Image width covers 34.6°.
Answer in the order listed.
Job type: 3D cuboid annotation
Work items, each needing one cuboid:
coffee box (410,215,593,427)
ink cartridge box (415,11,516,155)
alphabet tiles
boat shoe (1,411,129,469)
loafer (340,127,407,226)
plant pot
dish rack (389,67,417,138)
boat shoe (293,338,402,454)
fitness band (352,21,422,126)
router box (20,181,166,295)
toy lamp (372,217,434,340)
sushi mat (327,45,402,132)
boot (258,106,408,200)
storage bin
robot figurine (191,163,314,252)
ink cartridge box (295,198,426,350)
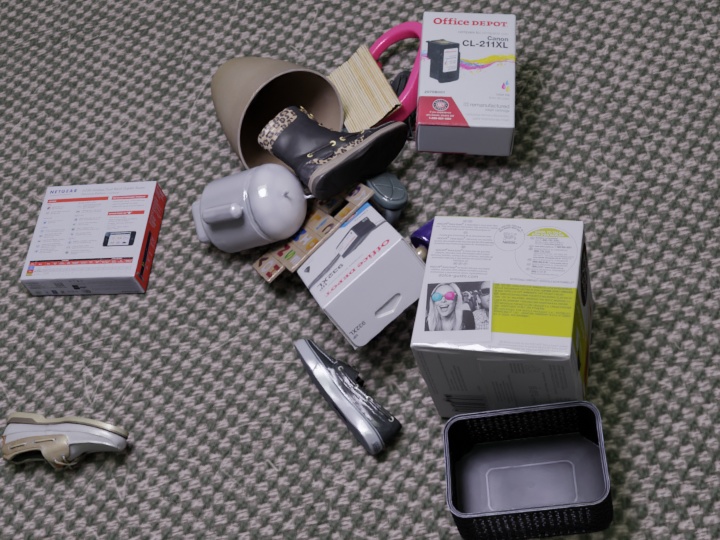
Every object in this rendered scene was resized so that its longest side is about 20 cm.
[{"bbox_3d":[0.192,0.066,1.498,0.197,0.200,0.200,2,58,17],"label":"coffee box"},{"bbox_3d":[0.157,-0.280,1.721,0.143,0.083,0.203,2,65,4],"label":"ink cartridge box"},{"bbox_3d":[-0.077,-0.063,1.713,0.200,0.008,0.167,-44,23,-4],"label":"alphabet tiles"},{"bbox_3d":[-0.418,0.247,1.636,0.197,0.075,0.069,0,64,24],"label":"boat shoe"},{"bbox_3d":[0.010,-0.141,1.766,0.071,0.063,0.201,-5,42,-23],"label":"loafer"},{"bbox_3d":[-0.154,-0.262,1.834,0.187,0.188,0.200,-37,43,-10],"label":"plant pot"},{"bbox_3d":[0.128,-0.271,1.821,0.197,0.055,0.155,4,58,19],"label":"dish rack"},{"bbox_3d":[-0.018,0.163,1.581,0.056,0.069,0.200,-34,62,-12],"label":"boat shoe"},{"bbox_3d":[0.051,-0.309,1.841,0.142,0.037,0.202,-9,55,43],"label":"fitness band"},{"bbox_3d":[-0.421,-0.051,1.835,0.197,0.049,0.182,-1,58,15],"label":"router box"},{"bbox_3d":[0.062,0.007,1.659,0.058,0.058,0.201,28,68,28],"label":"toy lamp"},{"bbox_3d":[-0.001,-0.283,1.834,0.095,0.012,0.201,-40,39,13],"label":"sushi mat"},{"bbox_3d":[-0.040,-0.194,1.717,0.199,0.074,0.150,-36,56,-29],"label":"boot"},{"bbox_3d":[0.208,0.252,1.441,0.197,0.094,0.137,-9,56,11],"label":"storage bin"},{"bbox_3d":[-0.161,-0.093,1.731,0.198,0.169,0.115,-13,94,35],"label":"robot figurine"},{"bbox_3d":[0.000,0.000,1.597,0.145,0.084,0.200,-41,24,0],"label":"ink cartridge box"}]
